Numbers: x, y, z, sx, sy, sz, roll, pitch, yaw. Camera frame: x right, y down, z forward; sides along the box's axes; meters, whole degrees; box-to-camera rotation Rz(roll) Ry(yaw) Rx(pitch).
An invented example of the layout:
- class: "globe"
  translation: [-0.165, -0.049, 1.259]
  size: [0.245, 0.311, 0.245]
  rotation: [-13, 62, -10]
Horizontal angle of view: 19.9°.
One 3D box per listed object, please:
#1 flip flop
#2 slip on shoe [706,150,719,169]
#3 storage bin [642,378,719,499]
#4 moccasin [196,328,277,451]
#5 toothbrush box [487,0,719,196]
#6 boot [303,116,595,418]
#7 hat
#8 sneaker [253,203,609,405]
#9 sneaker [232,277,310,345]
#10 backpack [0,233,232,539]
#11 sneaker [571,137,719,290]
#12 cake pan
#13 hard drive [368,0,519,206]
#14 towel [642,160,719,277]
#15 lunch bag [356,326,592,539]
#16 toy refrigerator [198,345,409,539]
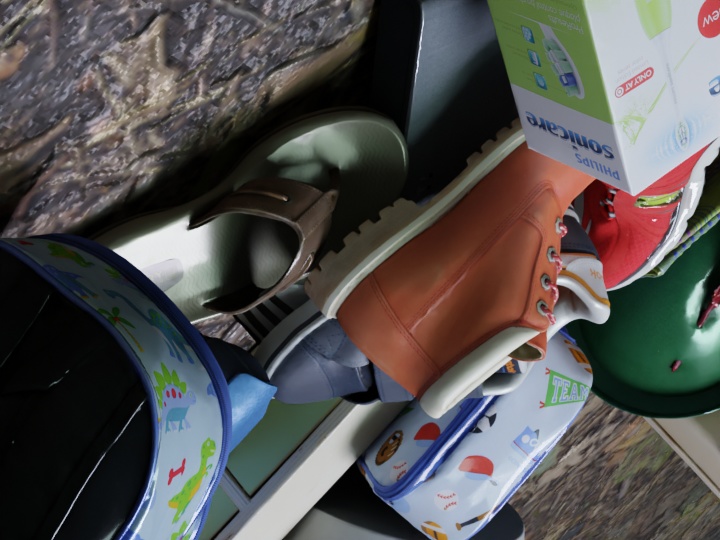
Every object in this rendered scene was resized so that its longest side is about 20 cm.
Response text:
- class: "flip flop"
  translation: [-0.057, -0.015, 1.019]
  size: [0.199, 0.057, 0.082]
  rotation: [-26, 117, -20]
- class: "slip on shoe"
  translation: [0.176, -0.060, 1.250]
  size: [0.200, 0.061, 0.076]
  rotation: [-44, 157, 2]
- class: "storage bin"
  translation: [0.269, 0.023, 1.468]
  size: [0.198, 0.200, 0.094]
  rotation: [-40, 155, -6]
- class: "moccasin"
  translation: [-0.093, 0.072, 1.129]
  size: [0.080, 0.068, 0.200]
  rotation: [-44, 176, -28]
- class: "toothbrush box"
  translation: [0.134, -0.163, 0.970]
  size: [0.145, 0.086, 0.201]
  rotation: [-33, 126, -21]
- class: "boot"
  translation: [0.079, -0.010, 1.055]
  size: [0.200, 0.107, 0.075]
  rotation: [-38, 166, -16]
- class: "hat"
  translation: [0.214, -0.017, 1.346]
  size: [0.200, 0.166, 0.176]
  rotation: [-38, 154, -5]
- class: "sneaker"
  translation: [0.041, 0.033, 1.109]
  size: [0.199, 0.080, 0.079]
  rotation: [-27, 153, -2]
- class: "sneaker"
  translation: [0.000, 0.000, 1.179]
  size: [0.200, 0.076, 0.115]
  rotation: [-2, 143, -46]
- class: "backpack"
  translation: [-0.154, 0.087, 0.925]
  size: [0.201, 0.183, 0.147]
  rotation: [-56, 161, 15]
- class: "sneaker"
  translation: [0.152, -0.064, 1.146]
  size: [0.085, 0.077, 0.201]
  rotation: [-21, 149, -43]
- class: "cake pan"
  translation: [0.020, 0.162, 1.336]
  size: [0.200, 0.199, 0.037]
  rotation: [-4, 112, -56]
- class: "hard drive"
  translation: [0.088, -0.121, 1.108]
  size: [0.199, 0.033, 0.140]
  rotation: [-27, 140, -34]
- class: "towel"
  translation: [0.186, -0.034, 1.325]
  size: [0.143, 0.023, 0.200]
  rotation: [-36, -168, -24]
- class: "lunch bag"
  translation: [0.066, 0.076, 1.285]
  size: [0.161, 0.075, 0.200]
  rotation: [-52, -165, 5]
- class: "toy refrigerator"
  translation: [-0.059, 0.108, 1.243]
  size: [0.200, 0.076, 0.070]
  rotation: [-47, 157, 11]
